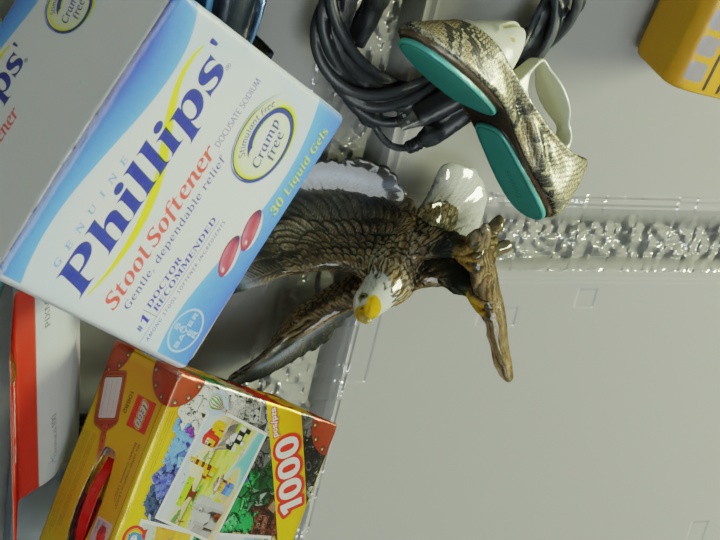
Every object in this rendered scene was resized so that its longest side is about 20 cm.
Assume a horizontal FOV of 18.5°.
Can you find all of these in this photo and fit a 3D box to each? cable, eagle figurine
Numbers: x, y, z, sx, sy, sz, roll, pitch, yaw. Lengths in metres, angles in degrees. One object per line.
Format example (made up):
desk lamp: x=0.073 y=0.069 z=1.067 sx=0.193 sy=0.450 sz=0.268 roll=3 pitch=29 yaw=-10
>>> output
cable: x=0.062 y=-0.179 z=1.465 sx=0.199 sy=0.051 sz=0.164 roll=-34 pitch=123 yaw=3
eagle figurine: x=-0.002 y=0.001 z=1.509 sx=0.198 sy=0.151 sz=0.153 roll=-2 pitch=84 yaw=15

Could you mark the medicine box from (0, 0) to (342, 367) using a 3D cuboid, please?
medicine box: x=-0.134 y=-0.066 z=1.261 sx=0.183 sy=0.103 sz=0.200 roll=-57 pitch=149 yaw=1

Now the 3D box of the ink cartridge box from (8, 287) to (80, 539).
ink cartridge box: x=-0.199 y=0.063 z=1.404 sx=0.056 sy=0.201 sz=0.164 roll=-3 pitch=123 yaw=-11

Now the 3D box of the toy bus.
toy bus: x=0.270 y=-0.220 z=1.513 sx=0.078 sy=0.065 sz=0.201 roll=11 pitch=117 yaw=-27

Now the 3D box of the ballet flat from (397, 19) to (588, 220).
ballet flat: x=0.093 y=-0.117 z=1.451 sx=0.075 sy=0.068 sz=0.200 roll=-51 pitch=131 yaw=-13

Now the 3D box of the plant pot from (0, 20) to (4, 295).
plant pot: x=-0.282 y=-0.059 z=1.333 sx=0.140 sy=0.142 sz=0.201 roll=-10 pitch=130 yaw=-18

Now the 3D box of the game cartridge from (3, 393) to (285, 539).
game cartridge: x=-0.154 y=0.150 z=1.572 sx=0.198 sy=0.041 sz=0.134 roll=-4 pitch=129 yaw=-19

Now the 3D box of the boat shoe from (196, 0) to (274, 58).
boat shoe: x=-0.082 y=-0.138 z=1.401 sx=0.068 sy=0.084 sz=0.201 roll=2 pitch=122 yaw=-29

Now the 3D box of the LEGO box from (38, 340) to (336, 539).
LEGO box: x=-0.122 y=0.166 z=1.452 sx=0.148 sy=0.077 sz=0.202 roll=21 pitch=90 yaw=-43
